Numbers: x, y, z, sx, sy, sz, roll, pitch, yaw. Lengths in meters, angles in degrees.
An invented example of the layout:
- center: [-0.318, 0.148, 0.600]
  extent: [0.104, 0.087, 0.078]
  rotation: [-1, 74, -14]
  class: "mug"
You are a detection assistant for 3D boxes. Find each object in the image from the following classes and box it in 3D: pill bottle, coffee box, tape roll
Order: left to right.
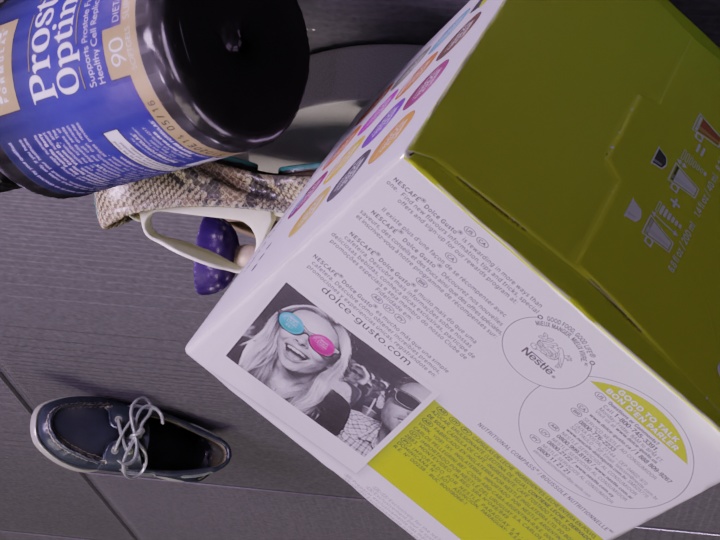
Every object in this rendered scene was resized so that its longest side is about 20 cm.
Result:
- center: [-0.132, -0.099, 0.945]
  extent: [0.199, 0.112, 0.112]
  rotation: [-12, 152, 39]
  class: "pill bottle"
- center: [0.035, -0.069, 1.069]
  extent: [0.202, 0.037, 0.203]
  rotation: [7, 158, 3]
  class: "tape roll"
- center: [0.080, -0.004, 0.865]
  extent: [0.200, 0.200, 0.198]
  rotation: [40, 138, -8]
  class: "coffee box"

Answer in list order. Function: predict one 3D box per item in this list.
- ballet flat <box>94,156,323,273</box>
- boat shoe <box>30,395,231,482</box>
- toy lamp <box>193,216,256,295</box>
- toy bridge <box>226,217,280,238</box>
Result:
- center: [-0.053, -0.035, 1.028]
  extent: [0.199, 0.076, 0.068]
  rotation: [5, -179, 6]
  class: "ballet flat"
- center: [-0.206, 0.156, 1.673]
  extent: [0.200, 0.075, 0.062]
  rotation: [23, 155, -39]
  class: "boat shoe"
- center: [0.000, 0.000, 1.133]
  extent: [0.199, 0.058, 0.058]
  rotation: [7, 159, 7]
  class: "toy lamp"
- center: [-0.069, -0.046, 1.176]
  extent: [0.067, 0.027, 0.200]
  rotation: [-1, 158, 26]
  class: "toy bridge"
